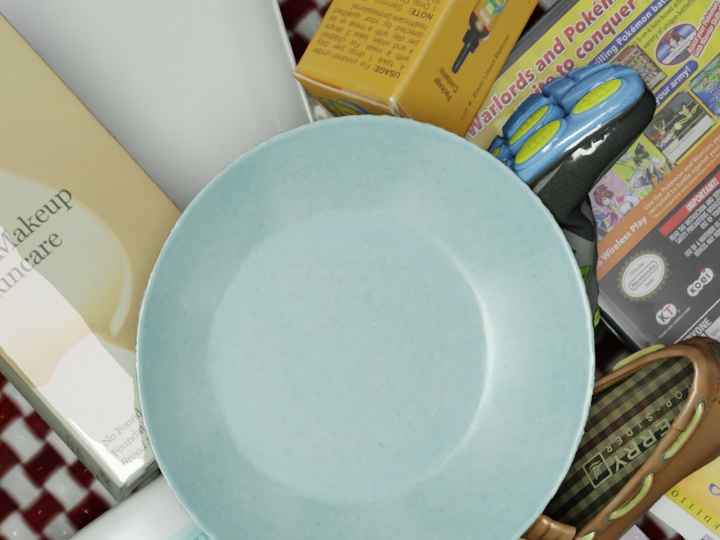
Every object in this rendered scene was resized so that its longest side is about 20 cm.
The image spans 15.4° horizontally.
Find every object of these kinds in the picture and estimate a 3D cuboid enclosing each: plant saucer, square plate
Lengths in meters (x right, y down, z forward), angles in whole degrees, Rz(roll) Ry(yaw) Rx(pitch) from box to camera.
[{"bbox_3d":[0.000,0.036,1.118,0.200,0.039,0.202,0,90,-17],"label":"plant saucer"},{"bbox_3d":[-0.124,-0.093,1.232,0.197,0.028,0.201,-17,82,12],"label":"square plate"}]

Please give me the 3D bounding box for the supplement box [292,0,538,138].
[{"bbox_3d":[0.049,-0.151,1.202,0.069,0.067,0.200,18,75,34],"label":"supplement box"}]

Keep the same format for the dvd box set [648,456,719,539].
[{"bbox_3d":[0.237,0.066,1.203,0.146,0.029,0.200,38,102,-18],"label":"dvd box set"}]

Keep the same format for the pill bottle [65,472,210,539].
[{"bbox_3d":[-0.056,0.190,1.210,0.111,0.111,0.200,-35,90,1],"label":"pill bottle"}]

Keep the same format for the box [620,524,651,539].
[{"bbox_3d":[0.114,0.202,1.242,0.137,0.038,0.200,-43,89,1],"label":"box"}]

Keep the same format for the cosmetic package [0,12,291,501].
[{"bbox_3d":[-0.134,-0.008,1.159,0.105,0.071,0.200,-43,87,-11],"label":"cosmetic package"}]

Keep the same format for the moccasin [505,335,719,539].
[{"bbox_3d":[0.082,0.100,1.168,0.201,0.078,0.074,-34,65,23],"label":"moccasin"}]

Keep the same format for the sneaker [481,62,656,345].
[{"bbox_3d":[0.079,-0.006,1.181,0.082,0.071,0.200,24,115,-8],"label":"sneaker"}]

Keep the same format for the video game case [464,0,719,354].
[{"bbox_3d":[0.162,-0.067,1.233,0.200,0.026,0.181,-44,89,-8],"label":"video game case"}]

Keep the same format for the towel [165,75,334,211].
[{"bbox_3d":[0.000,0.000,1.248,0.200,0.034,0.133,35,92,0],"label":"towel"}]
